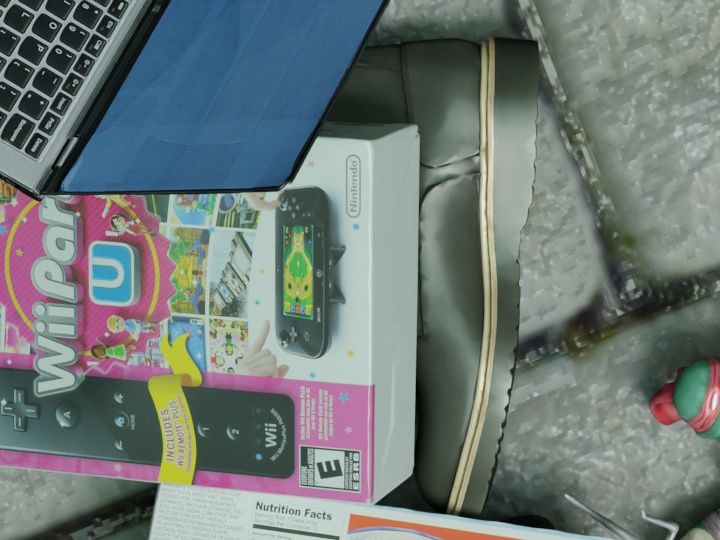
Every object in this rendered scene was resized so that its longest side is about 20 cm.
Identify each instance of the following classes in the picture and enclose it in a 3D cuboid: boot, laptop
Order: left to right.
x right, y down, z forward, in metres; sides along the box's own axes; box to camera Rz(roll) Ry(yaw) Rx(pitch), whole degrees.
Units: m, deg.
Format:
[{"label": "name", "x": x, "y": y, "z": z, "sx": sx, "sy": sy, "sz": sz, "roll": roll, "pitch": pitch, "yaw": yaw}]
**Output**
[{"label": "laptop", "x": -0.091, "y": -0.132, "z": 0.935, "sx": 0.200, "sy": 0.116, "sz": 0.187, "roll": 30, "pitch": 63, "yaw": -7}, {"label": "boot", "x": 0.000, "y": 0.000, "z": 1.037, "sx": 0.138, "sy": 0.077, "sz": 0.200, "roll": 4, "pitch": 90, "yaw": 2}]

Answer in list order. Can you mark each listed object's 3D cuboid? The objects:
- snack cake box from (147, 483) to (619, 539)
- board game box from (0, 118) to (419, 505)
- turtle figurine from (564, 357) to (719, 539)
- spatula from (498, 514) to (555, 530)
[{"label": "snack cake box", "x": 0.006, "y": 0.159, "z": 1.012, "sx": 0.200, "sy": 0.067, "sz": 0.115, "roll": 9, "pitch": 65, "yaw": 2}, {"label": "board game box", "x": -0.080, "y": 0.010, "z": 1.001, "sx": 0.200, "sy": 0.064, "sz": 0.148, "roll": 4, "pitch": 102, "yaw": 19}, {"label": "turtle figurine", "x": 0.196, "y": 0.083, "z": 1.032, "sx": 0.200, "sy": 0.150, "sz": 0.101, "roll": 17, "pitch": 63, "yaw": -17}, {"label": "spatula", "x": -0.012, "y": 0.135, "z": 1.073, "sx": 0.200, "sy": 0.021, "sz": 0.057, "roll": -12, "pitch": 64, "yaw": -10}]
